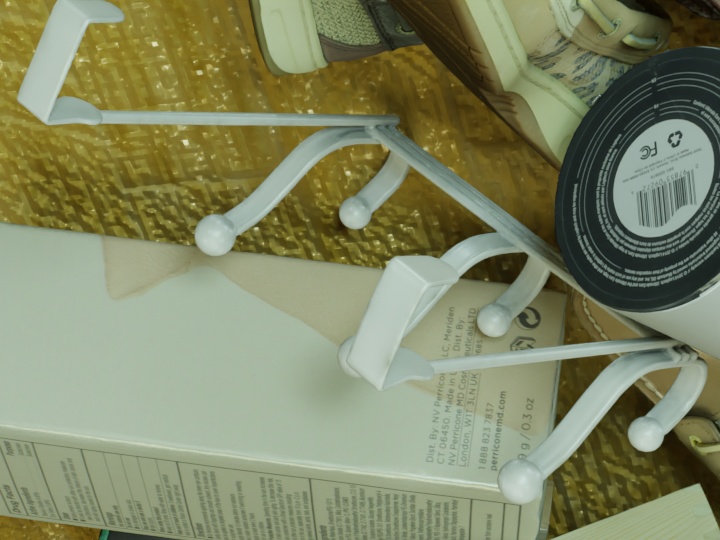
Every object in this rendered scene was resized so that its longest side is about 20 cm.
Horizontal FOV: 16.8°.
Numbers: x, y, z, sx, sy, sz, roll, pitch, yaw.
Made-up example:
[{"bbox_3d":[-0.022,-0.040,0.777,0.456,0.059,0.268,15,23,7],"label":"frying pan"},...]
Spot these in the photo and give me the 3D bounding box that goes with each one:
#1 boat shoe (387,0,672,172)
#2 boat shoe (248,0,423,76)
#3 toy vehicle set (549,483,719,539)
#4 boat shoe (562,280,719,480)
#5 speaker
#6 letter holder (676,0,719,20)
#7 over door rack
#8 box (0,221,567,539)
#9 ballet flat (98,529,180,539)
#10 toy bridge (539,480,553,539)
[{"bbox_3d":[0.042,-0.087,0.686,0.063,0.200,0.073,-45,71,3],"label":"boat shoe"},{"bbox_3d":[-0.007,-0.136,0.701,0.066,0.072,0.201,-6,142,-1],"label":"boat shoe"},{"bbox_3d":[0.079,0.152,0.888,0.124,0.027,0.200,-21,148,0],"label":"toy vehicle set"},{"bbox_3d":[0.150,0.051,0.833,0.200,0.066,0.074,33,128,-17],"label":"boat shoe"},{"bbox_3d":[0.151,0.003,0.738,0.081,0.081,0.200,-32,143,32],"label":"speaker"},{"bbox_3d":[0.087,-0.137,0.665,0.142,0.101,0.200,-28,120,32],"label":"letter holder"},{"bbox_3d":[0.000,0.000,0.712,0.148,0.200,0.067,37,101,29],"label":"over door rack"},{"bbox_3d":[-0.033,0.047,0.841,0.200,0.078,0.095,8,154,4],"label":"box"},{"bbox_3d":[-0.024,0.155,0.951,0.200,0.073,0.073,36,127,-17],"label":"ballet flat"},{"bbox_3d":[0.061,0.108,0.926,0.200,0.027,0.067,10,134,2],"label":"toy bridge"}]
